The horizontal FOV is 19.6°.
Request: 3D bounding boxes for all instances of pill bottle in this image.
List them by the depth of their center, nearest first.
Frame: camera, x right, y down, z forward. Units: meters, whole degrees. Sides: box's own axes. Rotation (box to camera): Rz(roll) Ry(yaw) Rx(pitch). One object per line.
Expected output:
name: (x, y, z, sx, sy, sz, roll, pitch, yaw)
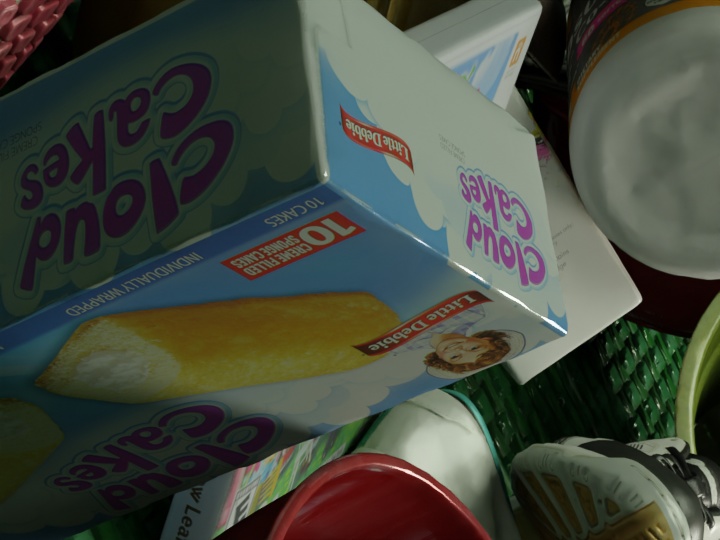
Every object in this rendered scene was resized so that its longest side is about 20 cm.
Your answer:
pill bottle: (0.146, -0.088, 0.903, 0.116, 0.116, 0.200, 56, 17, -20)

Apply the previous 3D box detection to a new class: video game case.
video game case: (0.000, 0.000, 0.735, 0.022, 0.182, 0.200, 24, 23, 14)

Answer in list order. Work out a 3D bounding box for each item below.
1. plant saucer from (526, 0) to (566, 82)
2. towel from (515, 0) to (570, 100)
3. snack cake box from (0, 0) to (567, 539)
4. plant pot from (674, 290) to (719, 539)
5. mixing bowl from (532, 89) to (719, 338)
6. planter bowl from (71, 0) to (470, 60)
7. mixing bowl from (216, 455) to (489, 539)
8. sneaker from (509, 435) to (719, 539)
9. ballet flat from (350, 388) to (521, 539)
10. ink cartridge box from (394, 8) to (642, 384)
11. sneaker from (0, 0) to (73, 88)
plant saucer: (0.030, -0.167, 0.965, 0.200, 0.032, 0.200, 45, 6, -6)
towel: (0.149, -0.120, 1.104, 0.200, 0.192, 0.035, -43, 147, -63)
snack cake box: (-0.062, 0.006, 0.545, 0.115, 0.200, 0.067, 32, 42, -49)
plant pot: (0.231, 0.099, 1.026, 0.190, 0.200, 0.200, 107, -32, -73)
mixing bowl: (0.174, -0.033, 1.093, 0.200, 0.200, 0.109, -42, 147, -63)
planter bowl: (-0.042, -0.083, 0.745, 0.083, 0.201, 0.200, 32, 14, 24)
mixing bowl: (-0.022, 0.159, 0.574, 0.200, 0.108, 0.201, 41, 40, -48)
sneaker: (0.108, 0.092, 0.831, 0.076, 0.088, 0.200, 63, -11, 7)
ballet flat: (0.046, 0.144, 0.809, 0.200, 0.069, 0.069, 65, 25, -6)
ink cartridge box: (0.029, -0.062, 0.887, 0.200, 0.067, 0.116, 57, -2, -19)
sneaker: (-0.125, -0.111, 0.679, 0.075, 0.081, 0.200, 37, 27, -16)
